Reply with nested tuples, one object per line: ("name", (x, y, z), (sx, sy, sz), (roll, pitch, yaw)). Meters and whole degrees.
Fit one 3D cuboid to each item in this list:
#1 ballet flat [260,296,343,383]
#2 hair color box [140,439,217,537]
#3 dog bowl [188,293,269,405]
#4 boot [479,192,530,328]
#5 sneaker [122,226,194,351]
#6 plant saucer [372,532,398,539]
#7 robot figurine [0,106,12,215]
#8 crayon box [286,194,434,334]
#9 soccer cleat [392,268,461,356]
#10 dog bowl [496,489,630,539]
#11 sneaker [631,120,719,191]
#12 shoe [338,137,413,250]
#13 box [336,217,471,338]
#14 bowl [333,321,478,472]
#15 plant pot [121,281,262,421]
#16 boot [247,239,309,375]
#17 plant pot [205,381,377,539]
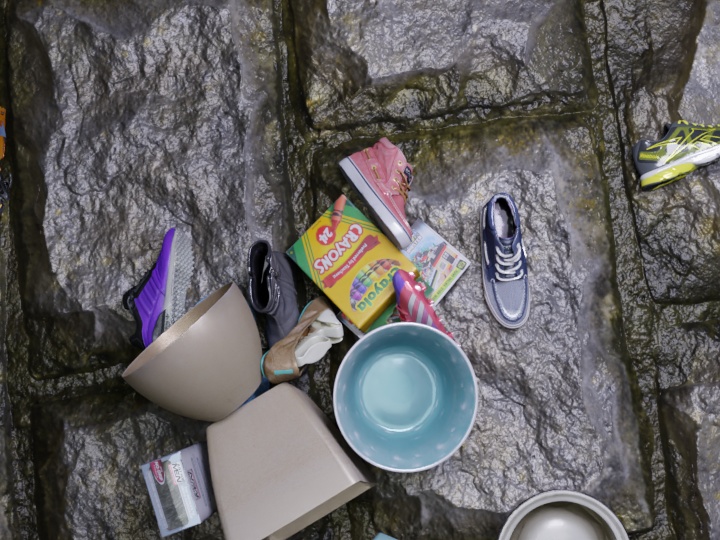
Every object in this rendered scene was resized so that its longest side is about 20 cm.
("ballet flat", (-0.069, 0.099, 1.214), (0.071, 0.200, 0.069), (-2, 113, 28))
("hair color box", (-0.243, 0.305, 1.194), (0.060, 0.200, 0.100), (-20, 83, 1))
("dog bowl", (-0.209, 0.130, 1.286), (0.110, 0.050, 0.203), (-13, 84, 2))
("boot", (0.217, -0.014, 1.253), (0.072, 0.090, 0.203), (-11, 83, 2))
("sneaker", (-0.322, 0.029, 1.294), (0.098, 0.070, 0.203), (4, 82, 12))
("plant saucer", (0.110, 0.432, 1.227), (0.198, 0.070, 0.019), (22, 70, 6))
("robot figurine", (-0.635, -0.168, 1.338), (0.143, 0.058, 0.203), (2, 84, 5))
("crayon box", (0.000, 0.000, 1.253), (0.127, 0.051, 0.200), (-45, 74, -1))
("soccer cleat", (0.088, 0.084, 1.222), (0.076, 0.067, 0.201), (-30, 124, 7))
("dog bowl", (0.291, 0.417, 1.213), (0.197, 0.074, 0.203), (0, 85, 3))
("sneaker", (0.507, -0.197, 1.262), (0.198, 0.074, 0.085), (-25, 83, 1))
("shoe", (0.047, -0.123, 1.256), (0.090, 0.072, 0.201), (-32, 51, -3))
("box", (0.067, 0.032, 1.286), (0.110, 0.035, 0.201), (40, 88, 7))
("bowl", (0.057, 0.173, 1.172), (0.198, 0.105, 0.204), (0, 87, -5))
("plant pot", (-0.214, 0.132, 1.169), (0.200, 0.200, 0.135), (-39, 100, -1))
("boot", (-0.131, 0.062, 1.244), (0.069, 0.132, 0.203), (-14, 82, 9))
("plant pot", (-0.113, 0.277, 1.201), (0.198, 0.200, 0.178), (-30, 73, 0))
